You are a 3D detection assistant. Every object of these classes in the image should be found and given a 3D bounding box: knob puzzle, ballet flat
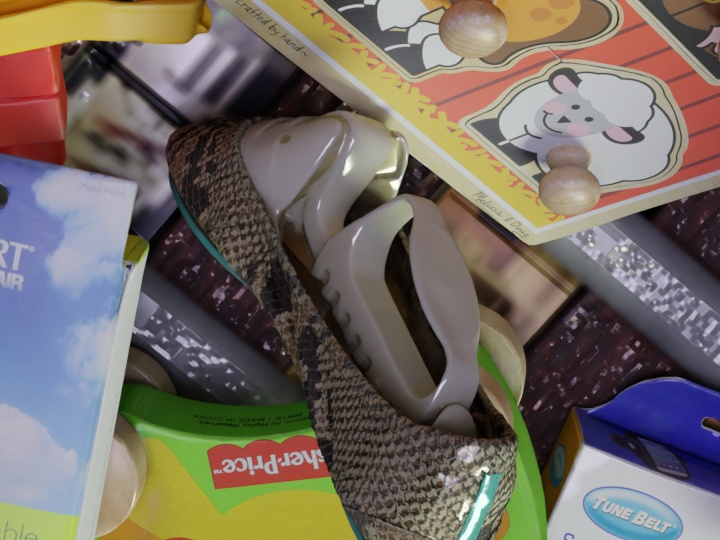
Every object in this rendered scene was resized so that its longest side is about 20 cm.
[{"bbox_3d":[0.085,-0.069,0.697,0.218,0.031,0.220,2,149,1],"label":"knob puzzle"},{"bbox_3d":[0.000,0.000,0.728,0.067,0.201,0.076,2,131,-32],"label":"ballet flat"}]

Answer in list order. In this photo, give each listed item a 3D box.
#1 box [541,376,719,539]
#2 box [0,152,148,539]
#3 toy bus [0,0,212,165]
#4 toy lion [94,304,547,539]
[{"bbox_3d":[0.101,0.140,0.852,0.118,0.042,0.201,20,110,-7],"label":"box"},{"bbox_3d":[-0.140,0.055,0.748,0.121,0.048,0.202,12,100,1],"label":"box"},{"bbox_3d":[-0.098,-0.121,0.723,0.198,0.136,0.193,-8,122,0],"label":"toy bus"},{"bbox_3d":[-0.030,0.119,0.821,0.198,0.069,0.193,-8,109,11],"label":"toy lion"}]
